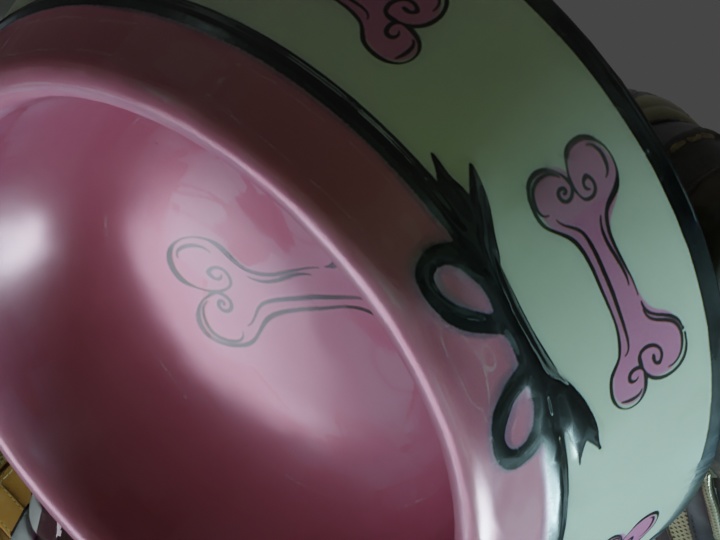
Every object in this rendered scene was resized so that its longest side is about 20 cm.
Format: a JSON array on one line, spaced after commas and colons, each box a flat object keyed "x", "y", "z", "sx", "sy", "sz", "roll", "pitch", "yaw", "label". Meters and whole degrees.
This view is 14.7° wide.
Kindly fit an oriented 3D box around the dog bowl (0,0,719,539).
[{"x": -0.020, "y": 0.008, "z": 0.636, "sx": 0.200, "sy": 0.074, "sz": 0.201, "roll": 27, "pitch": 139, "yaw": 26, "label": "dog bowl"}]

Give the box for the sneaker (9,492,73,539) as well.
[{"x": -0.043, "y": 0.079, "z": 0.789, "sx": 0.116, "sy": 0.075, "sz": 0.200, "roll": 49, "pitch": 142, "yaw": 31, "label": "sneaker"}]

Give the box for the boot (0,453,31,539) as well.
[{"x": -0.115, "y": 0.097, "z": 1.154, "sx": 0.200, "sy": 0.155, "sz": 0.077, "roll": 42, "pitch": 158, "yaw": -7, "label": "boot"}]

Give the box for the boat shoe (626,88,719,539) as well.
[{"x": 0.102, "y": 0.043, "z": 0.674, "sx": 0.073, "sy": 0.075, "sz": 0.200, "roll": 29, "pitch": 163, "yaw": 48, "label": "boat shoe"}]

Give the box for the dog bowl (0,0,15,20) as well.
[{"x": -0.112, "y": -0.087, "z": 0.944, "sx": 0.200, "sy": 0.059, "sz": 0.200, "roll": 40, "pitch": 167, "yaw": 11, "label": "dog bowl"}]
